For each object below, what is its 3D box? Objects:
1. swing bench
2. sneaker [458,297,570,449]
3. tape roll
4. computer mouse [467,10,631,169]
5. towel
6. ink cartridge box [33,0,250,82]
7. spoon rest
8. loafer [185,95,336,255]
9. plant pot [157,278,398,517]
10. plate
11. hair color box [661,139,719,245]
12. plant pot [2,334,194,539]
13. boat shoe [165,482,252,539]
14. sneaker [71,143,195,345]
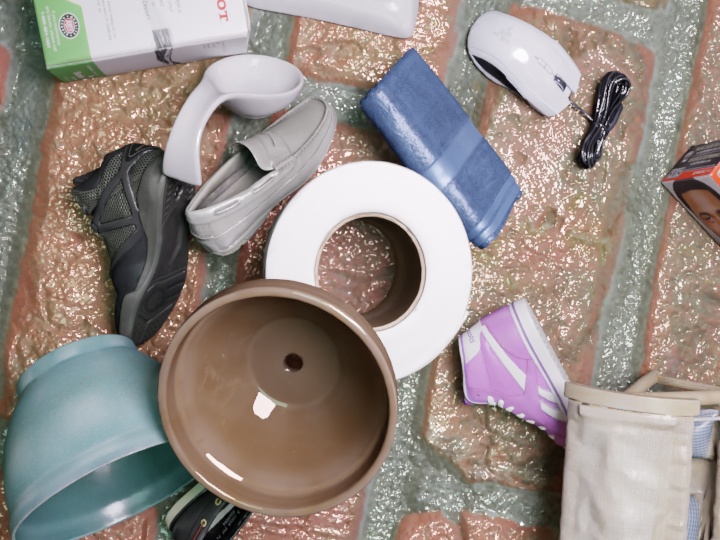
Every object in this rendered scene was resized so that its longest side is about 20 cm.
[{"bbox_3d":[0.304,0.218,0.805,0.197,0.128,0.205,0,94,-42],"label":"swing bench"},{"bbox_3d":[0.175,0.138,0.864,0.113,0.073,0.203,-29,101,13],"label":"sneaker"},{"bbox_3d":[0.000,0.000,0.787,0.197,0.139,0.209,0,92,-9],"label":"tape roll"},{"bbox_3d":[0.204,-0.210,0.860,0.197,0.044,0.111,33,88,-9],"label":"computer mouse"},{"bbox_3d":[0.084,-0.123,0.820,0.201,0.048,0.112,51,46,-10],"label":"towel"},{"bbox_3d":[-0.215,-0.279,0.772,0.194,0.084,0.151,-10,93,-8],"label":"ink cartridge box"},{"bbox_3d":[-0.122,-0.163,0.755,0.097,0.062,0.202,17,44,11],"label":"spoon rest"},{"bbox_3d":[-0.096,-0.105,0.786,0.069,0.070,0.201,25,68,32],"label":"loafer"},{"bbox_3d":[-0.064,0.095,0.669,0.195,0.093,0.207,2,109,4],"label":"plant pot"},{"bbox_3d":[-0.020,-0.365,0.826,0.194,0.032,0.206,9,91,-10],"label":"plate"},{"bbox_3d":[0.441,-0.053,0.873,0.200,0.101,0.061,45,85,-7],"label":"hair color box"},{"bbox_3d":[-0.246,0.148,0.741,0.197,0.201,0.136,-28,70,-7],"label":"plant pot"},{"bbox_3d":[-0.111,0.212,0.802,0.202,0.074,0.063,-47,58,0],"label":"boat shoe"},{"bbox_3d":[-0.231,-0.031,0.788,0.112,0.076,0.204,22,115,23],"label":"sneaker"}]
